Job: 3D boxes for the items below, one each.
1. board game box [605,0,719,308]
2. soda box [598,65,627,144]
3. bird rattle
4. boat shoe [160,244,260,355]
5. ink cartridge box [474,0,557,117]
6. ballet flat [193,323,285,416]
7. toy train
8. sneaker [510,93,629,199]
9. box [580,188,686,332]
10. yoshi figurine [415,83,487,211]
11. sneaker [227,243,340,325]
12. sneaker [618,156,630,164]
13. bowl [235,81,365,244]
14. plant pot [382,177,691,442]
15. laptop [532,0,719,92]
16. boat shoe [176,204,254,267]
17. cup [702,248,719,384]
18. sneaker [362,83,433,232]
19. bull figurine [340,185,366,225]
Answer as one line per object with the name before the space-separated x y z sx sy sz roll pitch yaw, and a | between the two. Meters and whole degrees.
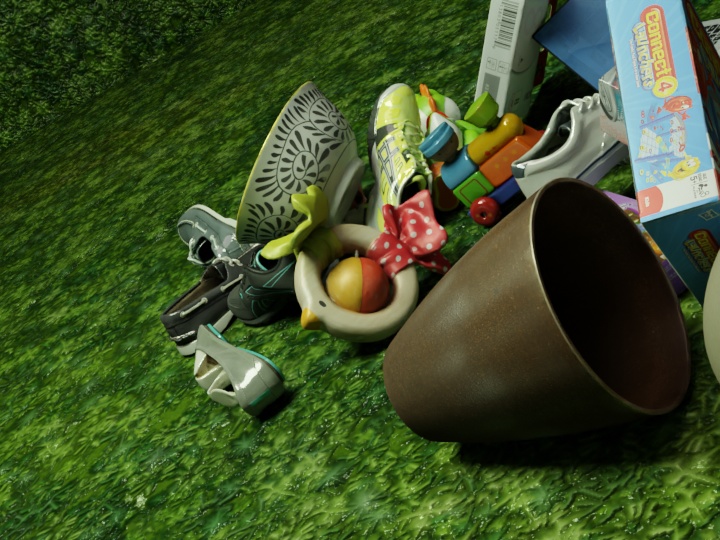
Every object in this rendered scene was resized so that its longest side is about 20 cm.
board game box | 0.253 -0.079 0.893 0.056 0.200 0.197 -17 57 26
soda box | 0.307 -0.122 1.066 0.064 0.069 0.200 -39 52 -20
bird rattle | 0.000 0.000 1.235 0.113 0.199 0.164 133 142 -54
boat shoe | -0.170 0.019 1.477 0.074 0.060 0.200 -5 34 48
ink cartridge box | 0.211 -0.277 1.466 0.057 0.163 0.200 24 32 30
ballet flat | -0.144 0.104 1.270 0.064 0.067 0.200 -45 26 -13
toy train | 0.161 -0.146 1.276 0.200 0.116 0.085 -39 15 38
sneaker | 0.228 -0.140 1.167 0.200 0.071 0.073 -46 24 -14
box | 0.214 -0.009 1.091 0.137 0.039 0.200 -35 23 -11
yoshi figurine | 0.107 -0.145 1.463 0.200 0.112 0.112 -109 38 -53
sneaker | -0.100 0.005 1.363 0.200 0.079 0.076 -21 37 50
sneaker | 0.307 -0.137 1.211 0.081 0.076 0.200 -50 22 -20
bowl | -0.054 -0.102 1.355 0.201 0.094 0.202 25 -90 -83
plant pot | 0.119 0.057 0.935 0.200 0.187 0.187 -32 18 37
laptop | 0.343 -0.283 1.388 0.199 0.116 0.187 0 38 50
boat shoe | -0.208 -0.039 1.627 0.062 0.073 0.200 -37 28 -23
cup | 0.295 0.034 0.753 0.200 0.201 0.143 -37 -4 -14
sneaker | 0.054 -0.118 1.367 0.076 0.075 0.201 -14 70 49
bull figurine | -0.036 -0.072 1.485 0.121 0.065 0.200 -25 25 7
